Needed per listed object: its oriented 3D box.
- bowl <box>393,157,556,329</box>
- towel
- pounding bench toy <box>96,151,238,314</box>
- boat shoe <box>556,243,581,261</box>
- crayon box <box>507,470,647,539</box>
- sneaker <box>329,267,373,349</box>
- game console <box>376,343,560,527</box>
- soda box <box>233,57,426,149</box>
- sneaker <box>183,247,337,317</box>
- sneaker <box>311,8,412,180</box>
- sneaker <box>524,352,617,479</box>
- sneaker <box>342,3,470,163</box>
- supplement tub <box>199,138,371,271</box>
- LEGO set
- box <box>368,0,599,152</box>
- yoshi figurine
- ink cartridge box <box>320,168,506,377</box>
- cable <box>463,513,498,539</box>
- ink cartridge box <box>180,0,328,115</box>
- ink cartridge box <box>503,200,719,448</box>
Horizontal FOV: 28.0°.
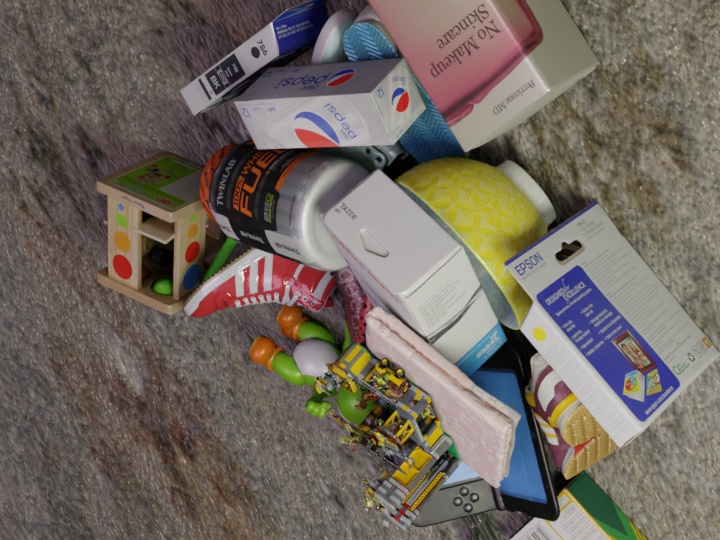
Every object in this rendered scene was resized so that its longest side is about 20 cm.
[{"bbox_3d":[0.136,-0.048,1.481,0.200,0.107,0.200,50,174,7],"label":"bowl"},{"bbox_3d":[0.082,0.133,1.505,0.191,0.032,0.200,38,162,17],"label":"towel"},{"bbox_3d":[-0.210,-0.028,1.766,0.199,0.124,0.157,22,122,28],"label":"pounding bench toy"},{"bbox_3d":[0.245,0.069,1.489,0.072,0.072,0.201,-25,94,42],"label":"boat shoe"},{"bbox_3d":[0.271,0.339,1.606,0.200,0.051,0.126,48,131,11],"label":"crayon box"},{"bbox_3d":[0.000,0.000,1.651,0.097,0.071,0.202,18,118,31],"label":"sneaker"},{"bbox_3d":[0.112,0.188,1.601,0.174,0.116,0.202,-14,97,5],"label":"game console"},{"bbox_3d":[-0.034,-0.171,1.491,0.199,0.068,0.064,2,130,42],"label":"soda box"},{"bbox_3d":[-0.106,0.025,1.702,0.199,0.071,0.113,-34,92,9],"label":"sneaker"},{"bbox_3d":[0.011,-0.178,1.557,0.118,0.074,0.202,29,135,33],"label":"sneaker"},{"bbox_3d":[0.218,0.148,1.515,0.090,0.075,0.200,57,172,28],"label":"sneaker"},{"bbox_3d":[0.063,-0.194,1.514,0.076,0.081,0.201,-11,122,38],"label":"sneaker"},{"bbox_3d":[-0.081,-0.077,1.584,0.199,0.122,0.124,17,121,46],"label":"supplement tub"},{"bbox_3d":[0.014,0.183,1.525,0.153,0.116,0.200,35,162,24],"label":"LEGO set"},{"bbox_3d":[0.117,-0.241,1.423,0.128,0.109,0.201,-35,87,42],"label":"box"},{"bbox_3d":[-0.033,0.121,1.711,0.199,0.112,0.113,35,121,17],"label":"yoshi figurine"},{"bbox_3d":[0.058,0.011,1.495,0.145,0.084,0.200,45,172,35],"label":"ink cartridge box"},{"bbox_3d":[0.132,0.277,1.709,0.097,0.050,0.201,-30,104,21],"label":"cable"},{"bbox_3d":[-0.106,-0.240,1.605,0.199,0.099,0.039,-29,92,43],"label":"ink cartridge box"},{"bbox_3d":[0.239,0.048,1.401,0.200,0.197,0.047,50,131,9],"label":"ink cartridge box"}]
